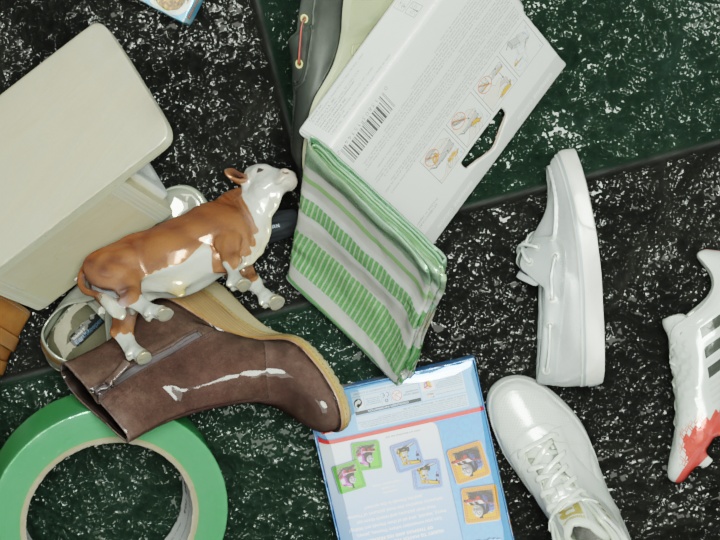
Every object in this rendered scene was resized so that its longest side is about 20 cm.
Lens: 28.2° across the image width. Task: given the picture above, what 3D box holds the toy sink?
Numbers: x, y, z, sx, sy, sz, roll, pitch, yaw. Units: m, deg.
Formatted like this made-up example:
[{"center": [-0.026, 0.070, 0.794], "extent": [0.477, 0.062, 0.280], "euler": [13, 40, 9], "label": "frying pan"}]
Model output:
[{"center": [-0.239, -0.083, 1.184], "extent": [0.200, 0.112, 0.131], "euler": [-37, 69, 7], "label": "toy sink"}]

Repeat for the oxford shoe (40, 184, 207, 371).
[{"center": [-0.201, 0.011, 1.230], "extent": [0.075, 0.058, 0.200], "euler": [42, 92, 4], "label": "oxford shoe"}]

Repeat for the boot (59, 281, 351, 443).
[{"center": [-0.125, 0.101, 1.169], "extent": [0.200, 0.073, 0.166], "euler": [37, 50, 25], "label": "boot"}]

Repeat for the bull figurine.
[{"center": [-0.130, -0.010, 1.161], "extent": [0.199, 0.065, 0.122], "euler": [-26, 49, -2], "label": "bull figurine"}]

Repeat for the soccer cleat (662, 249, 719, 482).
[{"center": [0.287, 0.078, 1.209], "extent": [0.085, 0.069, 0.201], "euler": [22, 91, 10], "label": "soccer cleat"}]

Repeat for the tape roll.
[{"center": [-0.213, 0.201, 1.206], "extent": [0.199, 0.048, 0.202], "euler": [-5, 106, -17], "label": "tape roll"}]

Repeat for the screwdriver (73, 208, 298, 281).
[{"center": [-0.145, -0.022, 1.211], "extent": [0.199, 0.028, 0.029], "euler": [-12, 123, -17], "label": "screwdriver"}]

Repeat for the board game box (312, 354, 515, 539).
[{"center": [0.047, 0.188, 1.236], "extent": [0.150, 0.037, 0.201], "euler": [-13, 91, 3], "label": "board game box"}]

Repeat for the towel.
[{"center": [0.000, 0.000, 1.146], "extent": [0.023, 0.200, 0.153], "euler": [-39, 72, -24], "label": "towel"}]

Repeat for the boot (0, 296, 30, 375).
[{"center": [-0.325, 0.100, 1.221], "extent": [0.073, 0.200, 0.155], "euler": [8, 60, 42], "label": "boot"}]

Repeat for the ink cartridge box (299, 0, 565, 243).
[{"center": [0.063, -0.144, 1.172], "extent": [0.045, 0.176, 0.200], "euler": [35, 87, 39], "label": "ink cartridge box"}]

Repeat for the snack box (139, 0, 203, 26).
[{"center": [-0.210, -0.307, 1.224], "extent": [0.199, 0.037, 0.117], "euler": [27, 94, 1], "label": "snack box"}]

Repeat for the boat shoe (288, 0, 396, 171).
[{"center": [-0.022, -0.171, 1.147], "extent": [0.063, 0.073, 0.202], "euler": [29, 118, 34], "label": "boat shoe"}]

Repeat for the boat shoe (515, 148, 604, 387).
[{"center": [0.166, 0.000, 1.211], "extent": [0.068, 0.072, 0.201], "euler": [-5, 101, 3], "label": "boat shoe"}]

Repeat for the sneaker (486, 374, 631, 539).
[{"center": [0.172, 0.180, 1.191], "extent": [0.073, 0.116, 0.201], "euler": [-32, 90, 6], "label": "sneaker"}]
